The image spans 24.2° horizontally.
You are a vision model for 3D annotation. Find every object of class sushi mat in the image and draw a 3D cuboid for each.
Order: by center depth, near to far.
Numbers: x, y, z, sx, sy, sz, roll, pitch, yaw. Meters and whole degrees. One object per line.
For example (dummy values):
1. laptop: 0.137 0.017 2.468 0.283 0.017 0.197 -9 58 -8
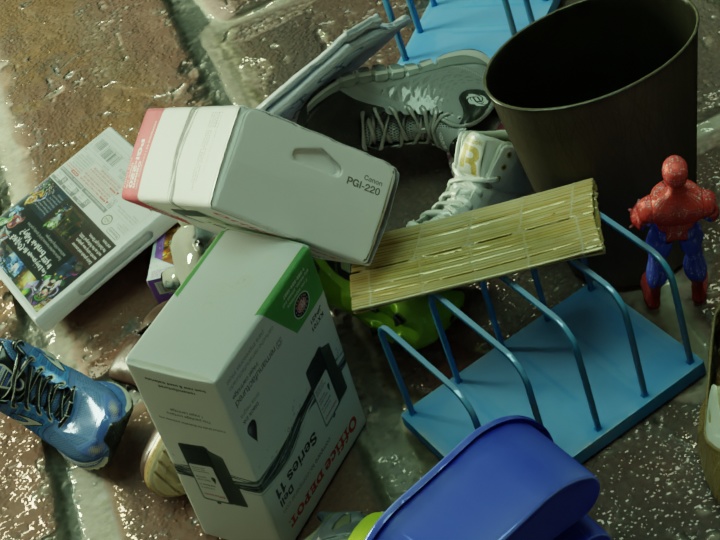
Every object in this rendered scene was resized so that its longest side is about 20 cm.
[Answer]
1. sushi mat: 0.086 -0.018 1.279 0.199 0.012 0.096 -14 36 15

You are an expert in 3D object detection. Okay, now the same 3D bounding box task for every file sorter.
1. file sorter: 0.134 0.058 1.276 0.200 0.123 0.139 -33 41 -15
2. file sorter: 0.117 -0.306 1.685 0.138 0.123 0.200 1 45 27

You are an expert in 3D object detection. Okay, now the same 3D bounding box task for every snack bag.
1. snack bag: -0.044 -0.175 1.567 0.188 0.021 0.200 -39 1 26

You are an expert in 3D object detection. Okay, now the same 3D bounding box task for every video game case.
1. video game case: -0.269 -0.044 1.614 0.182 0.023 0.200 -40 37 -8

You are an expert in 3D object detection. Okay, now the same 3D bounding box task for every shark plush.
1. shark plush: -0.109 -0.012 1.426 0.083 0.091 0.200 -1 14 -20

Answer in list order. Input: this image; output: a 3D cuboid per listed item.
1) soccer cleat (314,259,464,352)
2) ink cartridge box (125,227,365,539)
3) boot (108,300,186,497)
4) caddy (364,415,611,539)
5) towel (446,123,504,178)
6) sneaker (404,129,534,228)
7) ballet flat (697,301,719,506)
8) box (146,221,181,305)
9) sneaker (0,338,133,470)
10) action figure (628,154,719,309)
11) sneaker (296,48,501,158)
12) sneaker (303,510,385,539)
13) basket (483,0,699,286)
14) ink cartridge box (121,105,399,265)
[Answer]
1. soccer cleat: 0.000 0.000 1.439 0.200 0.068 0.081 35 47 29
2. ink cartridge box: -0.080 0.093 1.270 0.083 0.201 0.147 11 49 28
3. boot: -0.156 0.103 1.414 0.166 0.073 0.200 3 45 44
4. caddy: 0.076 0.189 1.138 0.200 0.142 0.105 -39 46 -22
5. towel: 0.149 -0.122 1.545 0.146 0.030 0.200 -17 40 7
6. sneaker: 0.075 -0.057 1.382 0.073 0.116 0.200 22 32 35
7. ballet flat: 0.277 0.086 1.219 0.067 0.073 0.201 -4 43 20
8. box: -0.092 -0.042 1.554 0.199 0.039 0.137 -11 41 12
9. sneaker: -0.269 0.107 1.408 0.199 0.089 0.079 19 84 43
10. action figure: 0.236 -0.032 1.266 0.065 0.200 0.052 -3 67 8
11. sneaker: 0.047 -0.134 1.522 0.199 0.075 0.116 -20 44 -10
12. sneaker: -0.039 0.246 1.190 0.081 0.074 0.200 5 38 38
13. basket: 0.201 -0.097 1.356 0.180 0.201 0.136 -27 38 -12
14. ink cartridge box: -0.082 -0.068 1.322 0.200 0.145 0.085 5 77 62
